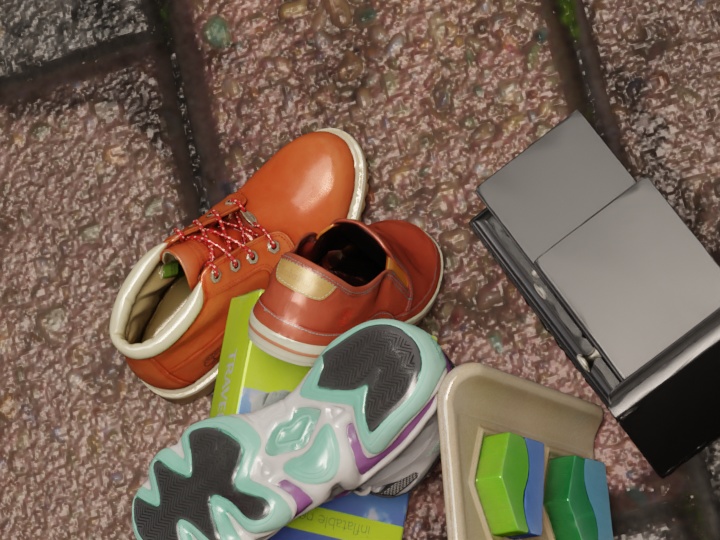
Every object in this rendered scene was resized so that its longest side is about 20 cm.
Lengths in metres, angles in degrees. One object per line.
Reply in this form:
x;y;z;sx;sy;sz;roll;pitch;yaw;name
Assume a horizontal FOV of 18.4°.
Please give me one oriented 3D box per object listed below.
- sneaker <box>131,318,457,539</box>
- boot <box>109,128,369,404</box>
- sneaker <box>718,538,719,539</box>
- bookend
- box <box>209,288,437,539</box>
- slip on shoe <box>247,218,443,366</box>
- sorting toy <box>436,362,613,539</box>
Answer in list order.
-0.019;0.109;1.232;0.199;0.140;0.078;-30;66;15;sneaker
-0.073;-0.012;1.340;0.075;0.107;0.200;37;85;23;boot
0.216;0.222;1.229;0.092;0.076;0.201;22;90;11;sneaker
0.134;-0.003;1.232;0.092;0.200;0.199;-37;71;3;bookend
-0.033;0.123;1.294;0.121;0.048;0.201;15;77;-22;box
0.000;0.000;1.274;0.074;0.200;0.061;26;112;17;slip on shoe
0.100;0.161;1.208;0.036;0.185;0.201;-8;75;29;sorting toy
